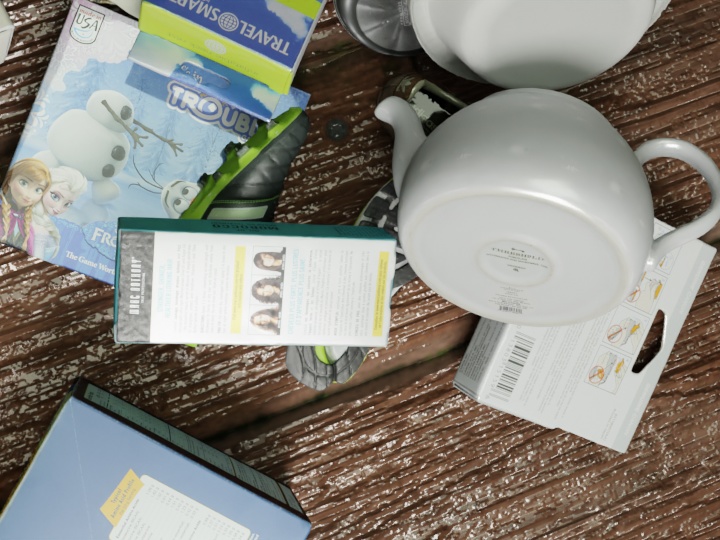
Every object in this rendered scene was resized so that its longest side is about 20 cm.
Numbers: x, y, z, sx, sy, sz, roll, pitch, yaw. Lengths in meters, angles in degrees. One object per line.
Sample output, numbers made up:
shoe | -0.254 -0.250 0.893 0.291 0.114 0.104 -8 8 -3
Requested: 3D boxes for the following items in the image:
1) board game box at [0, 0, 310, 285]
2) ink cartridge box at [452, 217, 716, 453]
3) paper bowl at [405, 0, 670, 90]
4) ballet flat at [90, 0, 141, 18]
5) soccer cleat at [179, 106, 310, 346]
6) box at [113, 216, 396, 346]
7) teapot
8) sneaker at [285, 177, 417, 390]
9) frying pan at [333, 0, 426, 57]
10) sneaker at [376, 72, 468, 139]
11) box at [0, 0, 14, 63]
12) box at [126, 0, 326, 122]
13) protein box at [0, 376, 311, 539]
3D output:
board game box | -0.166 -0.083 0.947 0.199 0.043 0.201 21 86 -11
ink cartridge box | 0.191 0.036 1.006 0.173 0.043 0.201 22 93 -31
paper bowl | 0.131 -0.207 0.856 0.199 0.201 0.105 -4 58 -10
ballet flat | -0.131 -0.215 0.930 0.198 0.068 0.076 5 46 -16
soccer cleat | -0.095 -0.034 0.913 0.081 0.068 0.200 39 90 -20
box | -0.077 0.009 0.867 0.198 0.049 0.083 2 103 -13
teapot | 0.130 -0.063 0.877 0.200 0.197 0.147 36 53 -26
sneaker | 0.000 0.000 0.959 0.074 0.081 0.200 39 83 -15
frying pan | 0.070 -0.206 0.962 0.188 0.115 0.031 13 47 -9
sneaker | 0.096 -0.085 0.979 0.199 0.076 0.071 37 84 -8
box | -0.341 -0.236 0.872 0.094 0.078 0.201 -26 90 -23
box | -0.080 -0.225 0.892 0.121 0.048 0.201 23 69 -5
protein box | -0.176 0.218 0.902 0.199 0.135 0.200 30 86 -9
